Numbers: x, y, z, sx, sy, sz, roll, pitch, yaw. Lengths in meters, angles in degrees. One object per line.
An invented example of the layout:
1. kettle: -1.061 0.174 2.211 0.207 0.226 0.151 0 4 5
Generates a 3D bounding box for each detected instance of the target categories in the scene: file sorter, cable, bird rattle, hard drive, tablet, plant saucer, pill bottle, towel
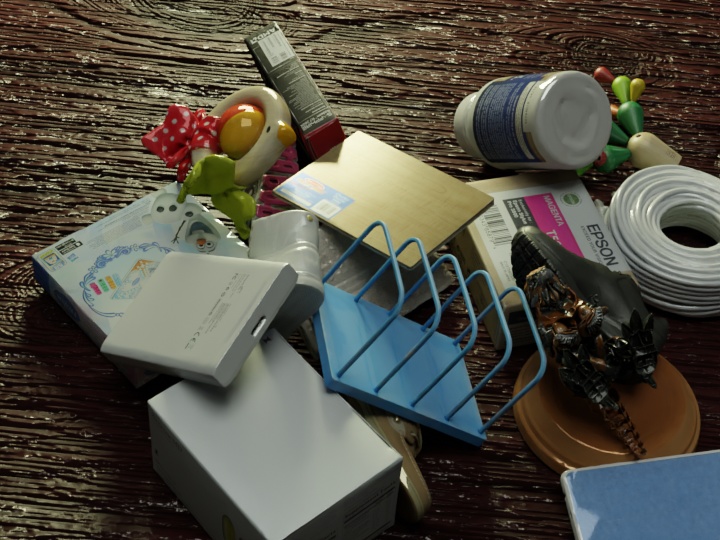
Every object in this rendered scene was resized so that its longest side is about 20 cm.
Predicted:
1. file sorter: 0.067 0.058 1.324 0.199 0.123 0.140 24 33 -30
2. cable: 0.380 -0.037 1.545 0.197 0.070 0.201 3 46 -3
3. bird rattle: -0.146 -0.137 1.496 0.163 0.113 0.201 -38 36 8
4. hard drive: -0.161 0.043 1.302 0.199 0.026 0.133 5 55 49
5. tablet: 0.302 0.244 1.297 0.197 0.014 0.131 -5 60 -11
6. plant saucer: 0.259 0.138 1.391 0.197 0.038 0.202 2 46 -2
7. pill bottle: 0.197 -0.175 1.578 0.110 0.112 0.199 -23 14 -25
8. towel: 0.000 0.000 1.454 0.199 0.034 0.133 -31 93 -29

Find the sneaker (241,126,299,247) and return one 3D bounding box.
1. sneaker: -0.113 -0.082 1.547 0.073 0.087 0.202 7 65 -32

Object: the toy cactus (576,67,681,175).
1. toy cactus: 0.327 -0.175 1.668 0.164 0.103 0.200 28 41 8

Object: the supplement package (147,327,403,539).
1. supplement package: -0.084 0.183 1.266 0.155 0.112 0.200 -29 55 -29

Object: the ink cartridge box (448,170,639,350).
1. ink cartridge box: 0.199 -0.018 1.508 0.163 0.076 0.201 -10 48 -13

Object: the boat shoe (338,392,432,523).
1. boat shoe: 0.030 0.160 1.325 0.064 0.072 0.201 -15 49 -18

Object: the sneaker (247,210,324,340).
1. sneaker: -0.102 0.017 1.371 0.073 0.200 0.117 23 48 -31

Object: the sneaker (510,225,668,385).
1. sneaker: 0.239 0.025 1.393 0.200 0.076 0.091 47 59 1

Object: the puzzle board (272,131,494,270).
1. puzzle board: 0.024 -0.077 1.455 0.199 0.018 0.150 29 49 30

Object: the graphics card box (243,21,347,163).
1. graphics card box: -0.068 -0.193 1.611 0.051 0.126 0.201 -30 52 -3

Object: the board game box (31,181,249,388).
1. board game box: -0.223 0.009 1.464 0.199 0.044 0.199 -31 55 -30

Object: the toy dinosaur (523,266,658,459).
1. toy dinosaur: 0.233 0.086 1.314 0.200 0.136 0.102 41 80 -6
